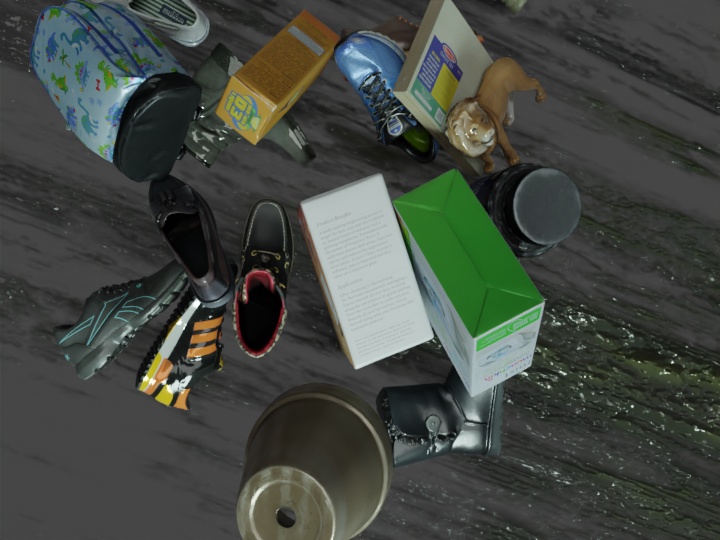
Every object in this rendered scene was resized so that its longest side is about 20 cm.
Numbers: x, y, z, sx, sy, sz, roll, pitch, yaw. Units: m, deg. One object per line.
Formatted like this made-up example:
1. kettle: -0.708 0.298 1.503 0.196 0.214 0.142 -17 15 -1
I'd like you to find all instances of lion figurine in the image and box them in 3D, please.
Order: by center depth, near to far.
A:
1. lion figurine: 0.169 -0.211 0.865 0.123 0.071 0.203 46 52 -34

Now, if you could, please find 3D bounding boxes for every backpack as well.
1. backpack: -0.297 -0.230 0.811 0.151 0.163 0.203 -9 62 -41

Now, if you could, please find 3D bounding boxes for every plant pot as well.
1. plant pot: -0.067 0.258 0.812 0.194 0.173 0.207 1 97 11

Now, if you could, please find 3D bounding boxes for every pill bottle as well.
1. pill bottle: 0.196 -0.073 0.857 0.108 0.200 0.116 0 90 -8

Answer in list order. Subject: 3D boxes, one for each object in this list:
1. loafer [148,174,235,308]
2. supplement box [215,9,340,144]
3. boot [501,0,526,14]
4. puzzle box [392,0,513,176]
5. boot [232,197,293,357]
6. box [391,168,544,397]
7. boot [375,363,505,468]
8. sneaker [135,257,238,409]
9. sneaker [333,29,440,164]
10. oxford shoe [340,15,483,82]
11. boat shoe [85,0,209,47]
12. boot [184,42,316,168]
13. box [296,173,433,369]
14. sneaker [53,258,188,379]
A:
1. loafer: -0.212 -0.050 0.832 0.071 0.063 0.202 -30 65 -5
2. supplement box: -0.096 -0.241 0.830 0.068 0.067 0.202 34 45 -8
3. boot: 0.218 -0.473 0.925 0.153 0.072 0.202 37 91 -5
4. puzzle box: 0.125 -0.229 0.869 0.199 0.025 0.136 35 75 -46
5. boot: -0.120 0.008 0.840 0.071 0.151 0.206 9 89 -7
6. box: 0.128 0.017 0.823 0.095 0.178 0.203 -24 61 -6
7. boot: 0.105 0.158 0.907 0.163 0.076 0.207 -2 96 -11
8. sneaker: -0.203 0.083 0.879 0.089 0.070 0.202 36 85 -22
9. sneaker: 0.042 -0.214 0.857 0.078 0.091 0.199 -31 123 32
10. oxford shoe: 0.068 -0.307 0.907 0.194 0.071 0.075 -11 87 -7
11. boat shoe: -0.283 -0.356 0.860 0.195 0.067 0.075 21 87 -7
12. boot: -0.161 -0.180 0.886 0.200 0.068 0.131 45 92 0
13. box: 0.000 0.000 0.856 0.104 0.152 0.205 -19 92 -6
14. sneaker: -0.298 0.045 0.855 0.199 0.075 0.080 -43 93 -6
